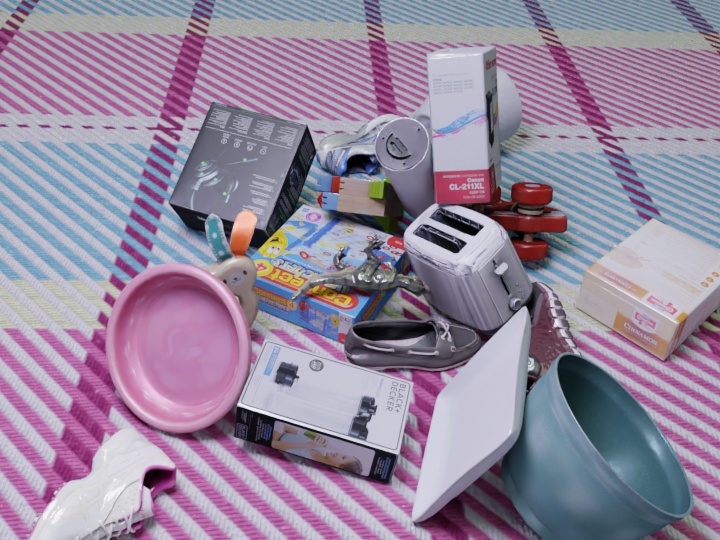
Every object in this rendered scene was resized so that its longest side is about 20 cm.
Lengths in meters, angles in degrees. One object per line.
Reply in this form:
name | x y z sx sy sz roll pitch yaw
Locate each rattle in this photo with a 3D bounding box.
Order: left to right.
rattle | -0.174 0.044 1.010 0.128 0.202 0.144 25 28 -16

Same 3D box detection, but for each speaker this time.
speaker | 0.080 -0.145 1.186 0.079 0.200 0.083 -5 71 15

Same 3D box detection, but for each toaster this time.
toaster | 0.143 -0.011 1.128 0.113 0.130 0.199 -40 38 -16

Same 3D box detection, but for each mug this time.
mug | 0.175 -0.288 1.508 0.174 0.150 0.199 -30 29 -26

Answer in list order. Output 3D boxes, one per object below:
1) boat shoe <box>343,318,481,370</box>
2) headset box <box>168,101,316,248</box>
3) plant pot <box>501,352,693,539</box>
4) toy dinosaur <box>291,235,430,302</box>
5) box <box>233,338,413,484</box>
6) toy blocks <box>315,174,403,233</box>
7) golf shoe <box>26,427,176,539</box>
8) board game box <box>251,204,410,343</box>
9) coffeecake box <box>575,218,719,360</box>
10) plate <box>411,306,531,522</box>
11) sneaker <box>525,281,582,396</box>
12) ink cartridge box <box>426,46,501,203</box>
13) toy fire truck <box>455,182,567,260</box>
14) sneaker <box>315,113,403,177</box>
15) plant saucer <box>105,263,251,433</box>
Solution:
boat shoe | 0.074 0.096 1.085 0.195 0.058 0.067 -5 39 -10
headset box | -0.185 -0.142 1.270 0.170 0.093 0.204 14 71 14
plant pot | 0.237 0.211 0.865 0.199 0.134 0.202 34 27 -20
toy dinosaur | 0.000 0.000 1.117 0.195 0.048 0.089 -2 47 -6
box | -0.042 0.167 0.966 0.196 0.061 0.118 17 40 3
toy blocks | -0.010 -0.119 1.276 0.133 0.103 0.200 8 6 12
golf shoe | -0.274 0.256 0.851 0.090 0.076 0.201 20 43 15
board game box | -0.051 0.001 1.193 0.196 0.057 0.196 19 41 18
coffeecake box | 0.443 0.022 1.191 0.198 0.074 0.153 -30 50 -34
plate | 0.134 0.168 0.911 0.032 0.201 0.201 30 39 -8
sneaker | 0.224 0.094 1.088 0.113 0.077 0.202 -6 41 -7
ink cartridge box | 0.151 -0.212 1.146 0.081 0.205 0.146 0 18 17
toy fire truck | 0.228 -0.093 1.300 0.195 0.115 0.168 1 17 1
sneaker | 0.019 -0.217 1.464 0.197 0.078 0.086 -26 57 -22
plant saucer | -0.218 0.093 0.985 0.197 0.205 0.051 17 8 17
